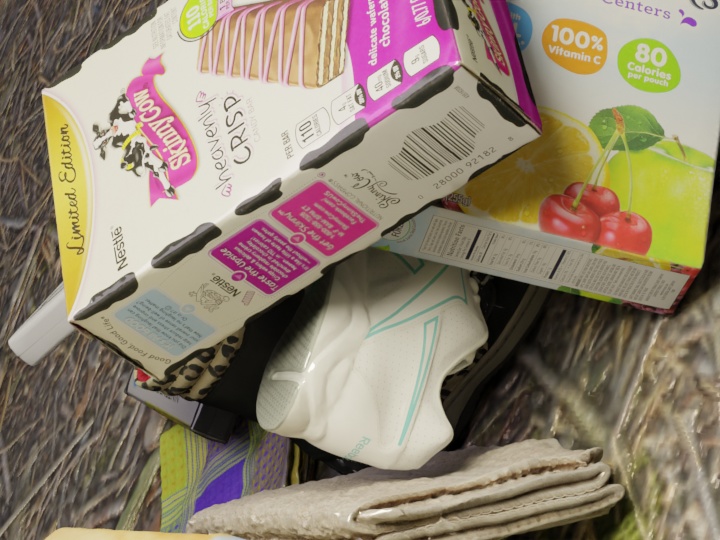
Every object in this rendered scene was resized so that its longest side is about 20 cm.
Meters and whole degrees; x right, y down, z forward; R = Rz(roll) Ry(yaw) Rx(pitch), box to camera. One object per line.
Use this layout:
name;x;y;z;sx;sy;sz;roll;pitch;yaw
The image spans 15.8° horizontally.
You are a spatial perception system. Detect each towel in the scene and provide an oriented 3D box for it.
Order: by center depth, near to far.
towel;0.015;0.101;1.116;0.200;0.132;0.035;-12;88;64
towel;-0.072;0.111;1.457;0.200;0.023;0.144;-41;34;49

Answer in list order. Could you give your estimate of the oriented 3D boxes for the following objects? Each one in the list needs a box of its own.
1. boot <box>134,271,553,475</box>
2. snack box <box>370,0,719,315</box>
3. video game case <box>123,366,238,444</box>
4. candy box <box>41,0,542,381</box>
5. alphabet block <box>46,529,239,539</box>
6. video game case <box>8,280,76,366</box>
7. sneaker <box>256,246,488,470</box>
boot;0.000;0.001;1.209;0.204;0.153;0.074;-61;22;18
snack box;0.084;-0.093;1.109;0.053;0.142;0.200;113;170;-63
video game case;-0.075;-0.007;1.510;0.200;0.025;0.181;-69;17;-2
candy box;-0.034;-0.065;1.051;0.200;0.061;0.137;-34;45;22
alphabet block;-0.042;0.223;1.029;0.200;0.195;0.197;-9;59;64
video game case;-0.076;-0.047;1.249;0.182;0.022;0.200;-51;8;-33
sneaker;0.016;0.005;1.127;0.070;0.080;0.201;-48;19;49
